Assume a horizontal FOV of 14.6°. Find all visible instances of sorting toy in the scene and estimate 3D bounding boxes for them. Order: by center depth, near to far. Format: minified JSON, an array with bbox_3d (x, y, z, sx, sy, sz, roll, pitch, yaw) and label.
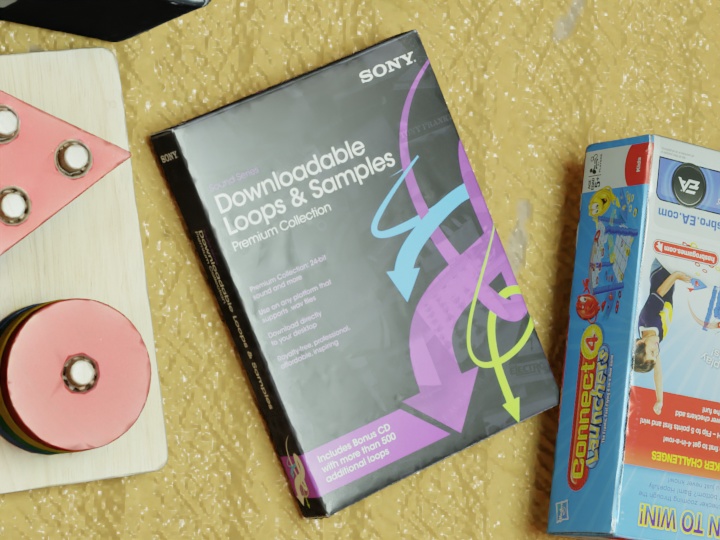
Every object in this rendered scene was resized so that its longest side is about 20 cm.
[{"bbox_3d":[-0.184,0.003,1.259,0.198,0.070,0.201,-7,87,-24],"label":"sorting toy"}]

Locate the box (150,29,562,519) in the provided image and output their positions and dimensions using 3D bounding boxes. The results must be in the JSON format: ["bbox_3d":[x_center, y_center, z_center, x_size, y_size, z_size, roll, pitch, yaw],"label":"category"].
[{"bbox_3d":[0.000,0.000,1.359,0.143,0.036,0.200,-25,94,-24],"label":"box"}]

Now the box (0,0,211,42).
[{"bbox_3d":[-0.167,-0.222,1.259,0.200,0.123,0.199,10,82,-24],"label":"box"}]

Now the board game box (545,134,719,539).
[{"bbox_3d":[0.196,0.048,1.413,0.200,0.056,0.196,12,80,-32],"label":"board game box"}]
